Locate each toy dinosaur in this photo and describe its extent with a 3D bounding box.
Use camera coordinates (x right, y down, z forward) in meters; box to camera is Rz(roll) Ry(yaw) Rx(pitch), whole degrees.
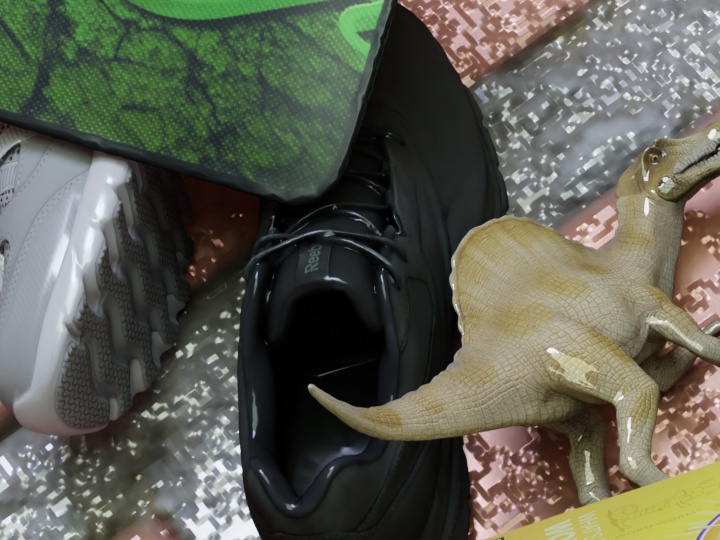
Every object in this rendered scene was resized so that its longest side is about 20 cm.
[{"bbox_3d":[0.059,0.030,0.846,0.101,0.058,0.200,48,46,6],"label":"toy dinosaur"}]

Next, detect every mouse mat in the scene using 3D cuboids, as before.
[{"bbox_3d":[-0.076,-0.118,0.866,0.199,0.008,0.162,16,87,16],"label":"mouse mat"}]

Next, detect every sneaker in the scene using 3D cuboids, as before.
[{"bbox_3d":[-0.096,-0.034,0.912,0.082,0.075,0.201,-5,52,10],"label":"sneaker"},{"bbox_3d":[0.000,0.000,0.867,0.076,0.091,0.201,-7,62,12],"label":"sneaker"}]

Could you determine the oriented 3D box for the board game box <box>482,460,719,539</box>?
[{"bbox_3d":[0.108,0.080,0.733,0.199,0.153,0.041,-19,99,2],"label":"board game box"}]
